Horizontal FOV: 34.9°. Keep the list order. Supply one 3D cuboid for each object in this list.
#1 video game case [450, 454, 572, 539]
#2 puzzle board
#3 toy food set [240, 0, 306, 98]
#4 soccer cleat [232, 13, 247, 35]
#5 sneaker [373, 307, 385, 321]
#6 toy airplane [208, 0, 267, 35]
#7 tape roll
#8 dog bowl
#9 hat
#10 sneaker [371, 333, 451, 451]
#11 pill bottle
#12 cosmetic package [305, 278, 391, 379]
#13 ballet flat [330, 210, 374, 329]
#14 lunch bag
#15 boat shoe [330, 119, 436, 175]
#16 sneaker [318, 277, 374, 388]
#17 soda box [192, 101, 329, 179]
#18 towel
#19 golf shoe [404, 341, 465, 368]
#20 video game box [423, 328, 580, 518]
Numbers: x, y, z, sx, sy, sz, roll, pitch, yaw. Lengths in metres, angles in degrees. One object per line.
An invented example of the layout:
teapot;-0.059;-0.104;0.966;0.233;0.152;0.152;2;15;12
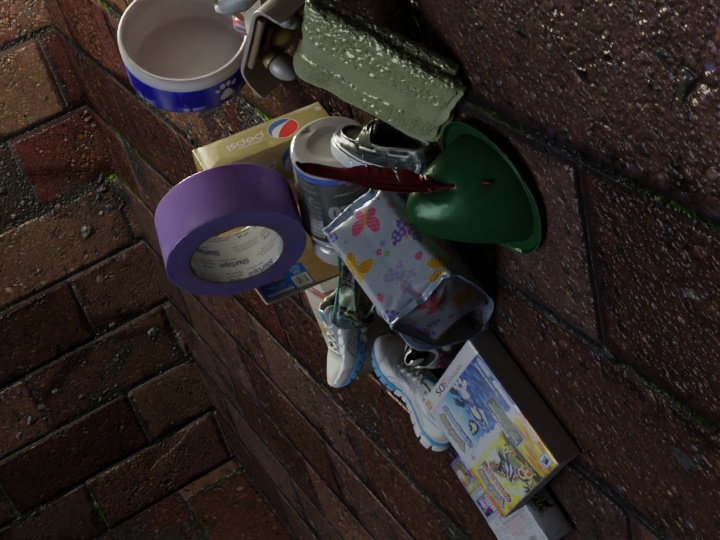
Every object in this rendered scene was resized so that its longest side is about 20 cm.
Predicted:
video game case;0.216;0.327;1.671;0.181;0.045;0.200;56;161;15
puzzle board;-0.093;-0.032;1.736;0.151;0.200;0.017;51;150;30
toy food set;-0.067;-0.295;1.359;0.060;0.144;0.200;42;161;1
soccer cleat;-0.123;-0.339;1.583;0.076;0.067;0.200;61;161;-14
sneaker;0.050;0.005;1.611;0.108;0.070;0.200;44;151;25
toy airplane;-0.145;-0.411;1.394;0.200;0.141;0.199;-117;31;-45
tape roll;-0.181;-0.054;1.600;0.200;0.200;0.085;90;162;-57
dog bowl;-0.264;-0.341;1.747;0.200;0.200;0.079;53;163;24
hat;0.070;-0.056;1.258;0.200;0.176;0.166;41;155;44
sneaker;0.093;0.172;1.744;0.200;0.075;0.087;55;148;13
pill bottle;-0.031;-0.105;1.593;0.114;0.114;0.200;49;159;35
cosmetic package;-0.023;0.064;1.873;0.103;0.087;0.200;29;144;62
ballet flat;0.000;0.000;1.562;0.074;0.074;0.200;48;148;37
lunch bag;0.068;0.006;1.434;0.170;0.127;0.200;54;-166;27
boat shoe;0.033;-0.158;1.428;0.200;0.072;0.071;26;135;45
sneaker;-0.033;0.084;1.771;0.075;0.087;0.200;25;104;53
soda box;-0.133;-0.166;1.634;0.064;0.200;0.068;55;163;43
towel;0.018;-0.221;1.280;0.200;0.036;0.148;30;156;3
golf shoe;0.093;0.100;1.592;0.073;0.092;0.200;58;168;14
video game box;0.180;0.205;1.521;0.200;0.047;0.182;55;149;20
